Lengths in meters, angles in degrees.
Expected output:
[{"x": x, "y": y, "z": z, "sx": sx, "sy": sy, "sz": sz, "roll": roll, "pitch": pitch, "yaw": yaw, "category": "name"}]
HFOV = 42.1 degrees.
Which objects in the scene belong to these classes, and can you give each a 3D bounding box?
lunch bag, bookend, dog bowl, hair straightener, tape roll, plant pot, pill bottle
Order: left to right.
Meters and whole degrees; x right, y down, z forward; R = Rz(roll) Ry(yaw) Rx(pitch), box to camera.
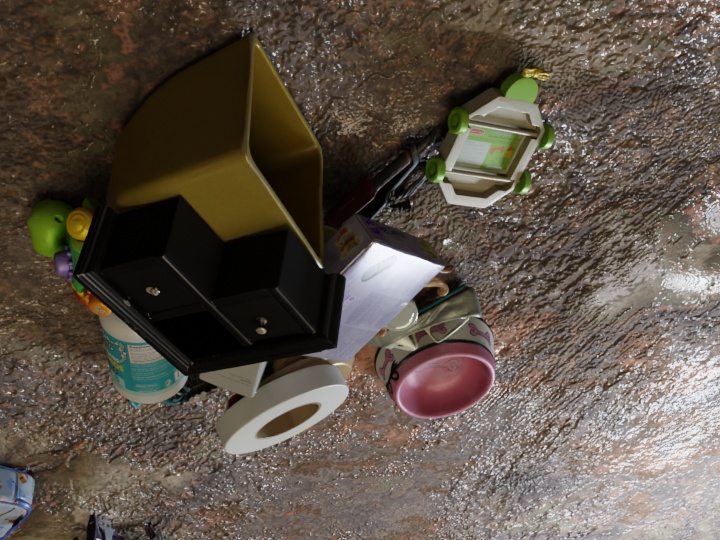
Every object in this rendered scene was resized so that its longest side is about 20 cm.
[{"x": -0.630, "y": 0.371, "z": 1.493, "sx": 0.199, "sy": 0.076, "sz": 0.160, "roll": 28, "pitch": 125, "yaw": -35, "category": "lunch bag"}, {"x": -0.290, "y": 0.079, "z": 1.255, "sx": 0.109, "sy": 0.111, "sz": 0.201, "roll": -6, "pitch": 136, "yaw": -10, "category": "pill bottle"}, {"x": -0.168, "y": -0.106, "z": 1.050, "sx": 0.198, "sy": 0.197, "sz": 0.195, "roll": -15, "pitch": 139, "yaw": 16, "category": "plant pot"}, {"x": -0.148, "y": 0.008, "z": 0.969, "sx": 0.198, "sy": 0.093, "sz": 0.199, "roll": -12, "pitch": 139, "yaw": 24, "category": "bookend"}, {"x": -0.111, "y": 0.203, "z": 1.358, "sx": 0.201, "sy": 0.037, "sz": 0.203, "roll": -24, "pitch": 158, "yaw": -10, "category": "tape roll"}, {"x": 0.044, "y": -0.110, "z": 1.217, "sx": 0.077, "sy": 0.041, "sz": 0.200, "roll": 26, "pitch": 119, "yaw": -41, "category": "hair straightener"}, {"x": 0.126, "y": 0.158, "z": 1.487, "sx": 0.198, "sy": 0.074, "sz": 0.201, "roll": -8, "pitch": 138, "yaw": -7, "category": "dog bowl"}]

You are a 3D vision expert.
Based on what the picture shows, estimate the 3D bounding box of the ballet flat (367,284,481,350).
[{"x": 0.087, "y": 0.086, "z": 1.397, "sx": 0.198, "sy": 0.067, "sz": 0.064, "roll": -24, "pitch": 93, "yaw": 6, "category": "ballet flat"}]

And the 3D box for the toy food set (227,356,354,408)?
[{"x": -0.101, "y": 0.165, "z": 1.405, "sx": 0.197, "sy": 0.049, "sz": 0.200, "roll": -34, "pitch": 159, "yaw": 14, "category": "toy food set"}]

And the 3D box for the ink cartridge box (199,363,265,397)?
[{"x": -0.141, "y": 0.043, "z": 1.223, "sx": 0.084, "sy": 0.145, "sz": 0.201, "roll": 17, "pitch": 132, "yaw": 0, "category": "ink cartridge box"}]

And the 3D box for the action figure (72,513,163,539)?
[{"x": -0.424, "y": 0.510, "z": 1.705, "sx": 0.130, "sy": 0.070, "sz": 0.199, "roll": -41, "pitch": 136, "yaw": 16, "category": "action figure"}]

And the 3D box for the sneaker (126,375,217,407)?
[{"x": -0.251, "y": 0.164, "z": 1.377, "sx": 0.197, "sy": 0.082, "sz": 0.074, "roll": -3, "pitch": 135, "yaw": -15, "category": "sneaker"}]

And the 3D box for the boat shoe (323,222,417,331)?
[{"x": -0.002, "y": 0.002, "z": 1.239, "sx": 0.072, "sy": 0.061, "sz": 0.201, "roll": -39, "pitch": 119, "yaw": 16, "category": "boat shoe"}]

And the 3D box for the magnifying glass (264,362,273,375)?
[{"x": -0.103, "y": 0.103, "z": 1.358, "sx": 0.079, "sy": 0.023, "sz": 0.200, "roll": -22, "pitch": 161, "yaw": -30, "category": "magnifying glass"}]

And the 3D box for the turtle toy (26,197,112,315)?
[{"x": -0.312, "y": -0.018, "z": 1.114, "sx": 0.101, "sy": 0.200, "sz": 0.146, "roll": -47, "pitch": 169, "yaw": 8, "category": "turtle toy"}]

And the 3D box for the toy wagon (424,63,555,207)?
[{"x": 0.171, "y": -0.169, "z": 1.167, "sx": 0.154, "sy": 0.040, "sz": 0.201, "roll": 3, "pitch": 125, "yaw": -33, "category": "toy wagon"}]

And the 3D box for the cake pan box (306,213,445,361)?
[{"x": -0.014, "y": 0.031, "z": 1.137, "sx": 0.200, "sy": 0.053, "sz": 0.183, "roll": -46, "pitch": 150, "yaw": 19, "category": "cake pan box"}]

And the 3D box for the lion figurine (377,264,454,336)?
[{"x": 0.029, "y": 0.021, "z": 1.331, "sx": 0.199, "sy": 0.073, "sz": 0.123, "roll": -38, "pitch": 126, "yaw": 4, "category": "lion figurine"}]
